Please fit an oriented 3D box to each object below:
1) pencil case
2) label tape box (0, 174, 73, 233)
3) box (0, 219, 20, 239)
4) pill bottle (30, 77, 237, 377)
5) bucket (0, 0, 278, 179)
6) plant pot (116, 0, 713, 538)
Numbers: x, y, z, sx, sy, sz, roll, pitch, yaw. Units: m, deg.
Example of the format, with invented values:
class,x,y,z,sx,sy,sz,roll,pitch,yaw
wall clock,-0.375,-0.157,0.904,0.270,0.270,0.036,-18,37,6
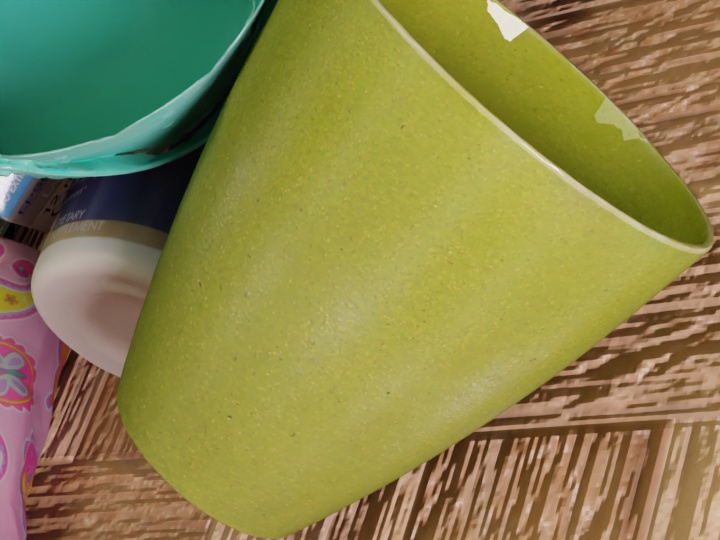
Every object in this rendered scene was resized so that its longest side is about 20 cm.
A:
class,x,y,z,sx,sy,sz,roll,pitch,yaw
pencil case,-0.187,0.081,0.921,0.087,0.087,0.201,-20,45,30
label tape box,-0.146,-0.095,0.952,0.144,0.066,0.200,-57,-4,1
box,-0.295,-0.015,1.043,0.048,0.192,0.201,115,-179,-66
pill bottle,-0.067,-0.054,0.908,0.110,0.111,0.201,-8,50,39
bucket,-0.123,-0.133,0.782,0.208,0.207,0.135,-51,-1,-7
plant pot,0.000,0.000,0.759,0.200,0.186,0.188,-49,34,18
